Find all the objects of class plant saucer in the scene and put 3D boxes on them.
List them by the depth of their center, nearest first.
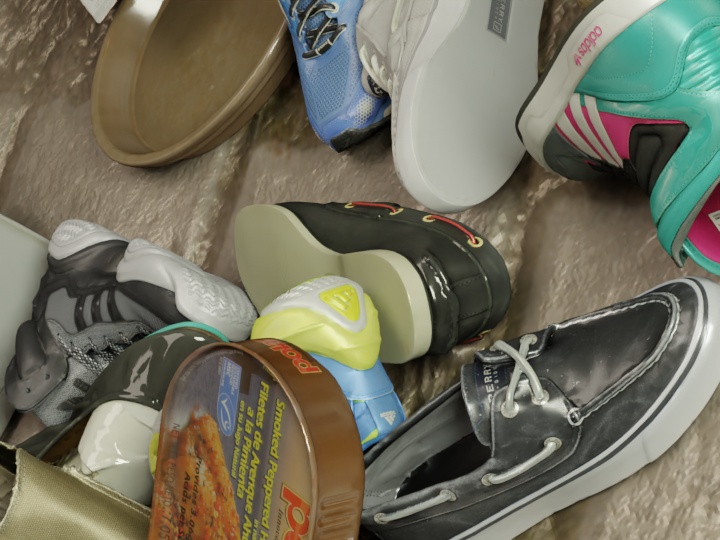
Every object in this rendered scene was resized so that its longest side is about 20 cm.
[{"bbox_3d":[-0.088,-0.146,1.501,0.200,0.029,0.201,-32,42,33],"label":"plant saucer"}]

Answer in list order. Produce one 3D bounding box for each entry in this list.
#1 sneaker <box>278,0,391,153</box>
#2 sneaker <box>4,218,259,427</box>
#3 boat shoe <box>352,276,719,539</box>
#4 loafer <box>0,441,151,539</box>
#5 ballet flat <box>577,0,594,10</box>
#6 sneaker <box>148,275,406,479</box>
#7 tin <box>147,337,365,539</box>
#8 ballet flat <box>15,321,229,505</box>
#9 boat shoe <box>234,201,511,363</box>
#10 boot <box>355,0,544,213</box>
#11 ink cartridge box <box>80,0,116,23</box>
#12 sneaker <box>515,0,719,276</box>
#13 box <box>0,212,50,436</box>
[{"bbox_3d":[-0.028,-0.155,1.361,0.078,0.089,0.201,-32,56,35],"label":"sneaker"},{"bbox_3d":[-0.128,0.043,1.369,0.200,0.075,0.114,18,83,59],"label":"sneaker"},{"bbox_3d":[0.073,0.060,1.092,0.200,0.068,0.072,-36,40,31],"label":"boat shoe"},{"bbox_3d":[-0.161,0.131,1.250,0.067,0.199,0.076,69,-136,-76],"label":"loafer"},{"bbox_3d":[0.173,-0.178,1.148,0.065,0.070,0.200,48,125,19],"label":"ballet flat"},{"bbox_3d":[-0.039,0.091,1.207,0.105,0.076,0.200,63,147,19],"label":"sneaker"},{"bbox_3d":[-0.049,0.127,1.144,0.112,0.042,0.201,31,119,47],"label":"tin"},{"bbox_3d":[-0.131,0.099,1.324,0.200,0.068,0.069,-40,25,44],"label":"ballet flat"},{"bbox_3d":[0.000,0.003,1.241,0.201,0.063,0.074,14,117,58],"label":"boat shoe"},{"bbox_3d":[0.038,-0.100,1.275,0.095,0.073,0.200,-28,35,46],"label":"boot"},{"bbox_3d":[-0.125,-0.233,1.584,0.163,0.057,0.200,-53,31,7],"label":"ink cartridge box"},{"bbox_3d":[0.138,-0.049,1.087,0.083,0.121,0.200,-31,-10,-12],"label":"sneaker"},{"bbox_3d":[-0.314,0.009,1.517,0.199,0.200,0.172,23,85,57],"label":"box"}]
